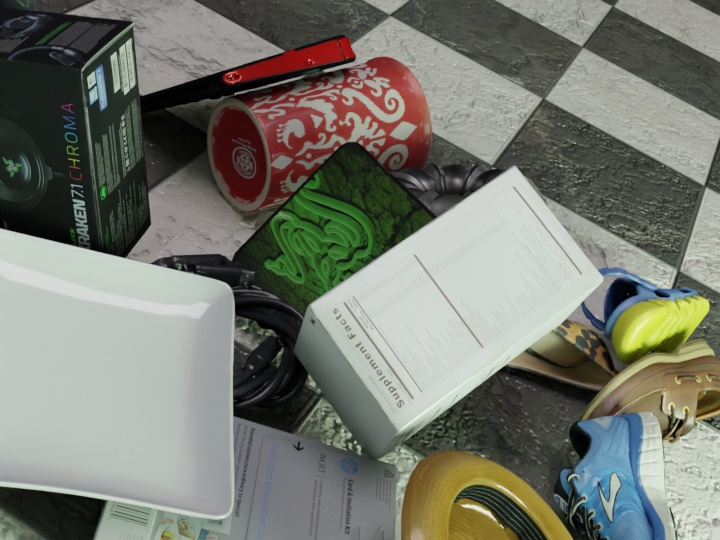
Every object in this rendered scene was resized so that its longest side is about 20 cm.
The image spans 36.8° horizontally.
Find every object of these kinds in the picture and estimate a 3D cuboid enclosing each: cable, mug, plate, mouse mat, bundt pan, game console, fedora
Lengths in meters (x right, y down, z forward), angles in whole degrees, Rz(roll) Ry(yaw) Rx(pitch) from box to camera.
[{"bbox_3d":[-0.132,0.051,0.846,0.198,0.051,0.164,-2,41,-41],"label":"cable"},{"bbox_3d":[-0.054,-0.126,1.091,0.198,0.176,0.136,-19,88,-39],"label":"mug"},{"bbox_3d":[-0.181,0.070,0.719,0.197,0.033,0.202,13,44,-20],"label":"plate"},{"bbox_3d":[0.000,0.000,0.928,0.200,0.161,0.008,44,-4,24],"label":"mouse mat"},{"bbox_3d":[0.086,-0.050,1.014,0.198,0.077,0.202,-1,19,0],"label":"bundt pan"},{"bbox_3d":[-0.118,-0.189,1.077,0.175,0.032,0.198,-27,15,-37],"label":"game console"},{"bbox_3d":[0.078,0.221,0.702,0.199,0.081,0.203,31,39,-29],"label":"fedora"}]

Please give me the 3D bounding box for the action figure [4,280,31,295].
[{"bbox_3d":[-0.338,-0.037,0.776,0.117,0.055,0.201,-35,87,-18],"label":"action figure"}]

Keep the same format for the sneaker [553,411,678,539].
[{"bbox_3d":[0.195,0.197,0.843,0.087,0.080,0.202,1,40,5],"label":"sneaker"}]

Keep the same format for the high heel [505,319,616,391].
[{"bbox_3d":[0.142,0.070,0.963,0.142,0.072,0.198,41,31,29],"label":"high heel"}]

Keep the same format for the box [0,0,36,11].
[{"bbox_3d":[-0.354,-0.178,0.882,0.155,0.203,0.051,-5,37,-34],"label":"box"}]

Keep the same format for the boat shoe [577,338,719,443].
[{"bbox_3d":[0.274,0.118,0.979,0.198,0.073,0.068,-14,51,-39],"label":"boat shoe"}]

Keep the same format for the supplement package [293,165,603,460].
[{"bbox_3d":[0.062,0.034,0.816,0.198,0.110,0.114,-33,77,-19],"label":"supplement package"}]

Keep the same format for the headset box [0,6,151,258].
[{"bbox_3d":[-0.272,-0.102,0.822,0.196,0.177,0.093,10,33,11],"label":"headset box"}]

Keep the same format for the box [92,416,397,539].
[{"bbox_3d":[-0.074,0.172,0.733,0.196,0.042,0.157,17,35,-9],"label":"box"}]

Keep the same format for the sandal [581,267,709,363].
[{"bbox_3d":[0.276,0.036,1.053,0.087,0.080,0.199,43,17,29],"label":"sandal"}]
